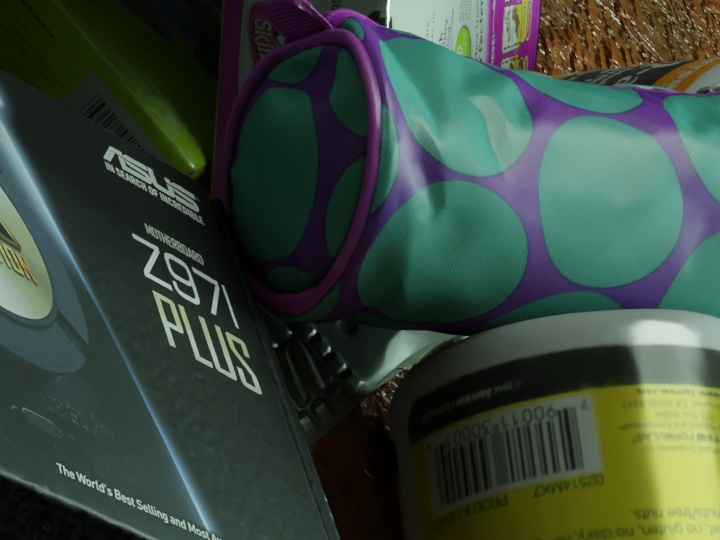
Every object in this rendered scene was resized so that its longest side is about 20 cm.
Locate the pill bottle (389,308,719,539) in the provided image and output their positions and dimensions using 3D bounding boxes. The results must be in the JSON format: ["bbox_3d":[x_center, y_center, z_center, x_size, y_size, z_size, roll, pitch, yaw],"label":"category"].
[{"bbox_3d":[0.074,0.122,0.780,0.114,0.114,0.201,21,56,-51],"label":"pill bottle"}]

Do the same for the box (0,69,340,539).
[{"bbox_3d":[-0.109,0.024,0.681,0.200,0.086,0.164,30,28,-41],"label":"box"}]

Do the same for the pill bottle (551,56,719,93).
[{"bbox_3d":[0.133,-0.025,1.074,0.116,0.117,0.200,39,-21,-26],"label":"pill bottle"}]

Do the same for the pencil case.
[{"bbox_3d":[0.062,-0.024,0.808,0.199,0.085,0.093,4,87,-31],"label":"pencil case"}]

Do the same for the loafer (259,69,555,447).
[{"bbox_3d":[0.000,0.000,0.856,0.200,0.070,0.075,-31,94,-34],"label":"loafer"}]

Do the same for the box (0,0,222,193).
[{"bbox_3d":[-0.076,-0.087,0.992,0.122,0.048,0.200,50,22,0],"label":"box"}]

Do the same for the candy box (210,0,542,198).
[{"bbox_3d":[0.009,-0.054,0.982,0.061,0.137,0.200,8,12,17],"label":"candy box"}]
